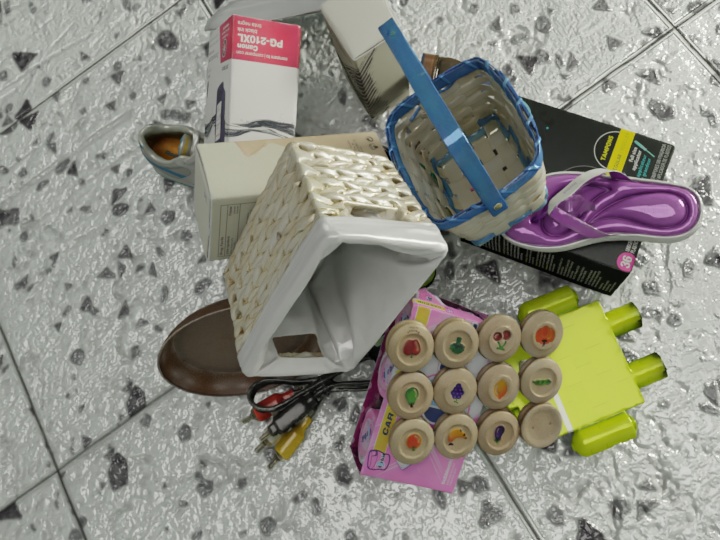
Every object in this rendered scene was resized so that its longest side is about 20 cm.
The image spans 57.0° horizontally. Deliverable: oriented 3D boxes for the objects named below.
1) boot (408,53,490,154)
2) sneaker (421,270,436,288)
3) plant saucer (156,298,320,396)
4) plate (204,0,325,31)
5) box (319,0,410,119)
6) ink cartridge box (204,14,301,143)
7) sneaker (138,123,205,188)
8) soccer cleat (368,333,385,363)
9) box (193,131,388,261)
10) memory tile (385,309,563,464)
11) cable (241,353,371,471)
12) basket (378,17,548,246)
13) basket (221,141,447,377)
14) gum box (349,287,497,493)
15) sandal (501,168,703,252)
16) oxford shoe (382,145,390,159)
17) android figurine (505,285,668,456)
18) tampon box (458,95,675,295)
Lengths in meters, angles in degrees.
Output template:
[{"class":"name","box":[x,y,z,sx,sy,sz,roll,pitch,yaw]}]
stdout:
[{"class":"boot","box":[0.110,-0.168,0.834,0.094,0.075,0.206,7,90,7]},{"class":"sneaker","box":[0.000,0.000,0.814,0.195,0.083,0.074,-15,73,8]},{"class":"plant saucer","box":[-0.136,0.086,0.769,0.196,0.201,0.033,-21,56,6]},{"class":"plate","box":[-0.087,-0.349,0.868,0.194,0.200,0.033,-6,112,11]},{"class":"box","box":[0.012,-0.265,0.810,0.068,0.200,0.083,-32,80,3]},{"class":"ink cartridge box","box":[-0.133,-0.179,0.787,0.082,0.144,0.206,1,99,-23]},{"class":"sneaker","box":[-0.205,-0.146,0.894,0.195,0.081,0.079,12,78,8]},{"class":"soccer cleat","box":[0.037,0.091,0.780,0.195,0.068,0.083,17,86,0]},{"class":"box","box":[-0.069,-0.079,0.690,0.195,0.096,0.079,-7,54,-23]},{"class":"memory tile","box":[0.121,0.122,0.690,0.194,0.017,0.158,-4,103,-13]},{"class":"cable","box":[-0.060,0.150,0.819,0.198,0.050,0.098,-34,77,-8]},{"class":"basket","box":[0.092,-0.123,0.624,0.137,0.200,0.179,-29,54,12]},{"class":"basket","box":[-0.035,-0.007,0.625,0.201,0.133,0.125,-53,47,38]},{"class":"gum box","box":[0.073,0.126,0.724,0.111,0.066,0.205,15,99,-15]},{"class":"sandal","box":[0.236,-0.067,0.663,0.197,0.050,0.085,-3,76,14]},{"class":"oxford shoe","box":[0.019,-0.128,0.808,0.070,0.074,0.200,-19,36,-15]},{"class":"android figurine","box":[0.239,0.115,0.758,0.195,0.041,0.186,-20,73,5]},{"class":"tampon box","box":[0.226,-0.085,0.763,0.196,0.126,0.153,21,82,16]}]
